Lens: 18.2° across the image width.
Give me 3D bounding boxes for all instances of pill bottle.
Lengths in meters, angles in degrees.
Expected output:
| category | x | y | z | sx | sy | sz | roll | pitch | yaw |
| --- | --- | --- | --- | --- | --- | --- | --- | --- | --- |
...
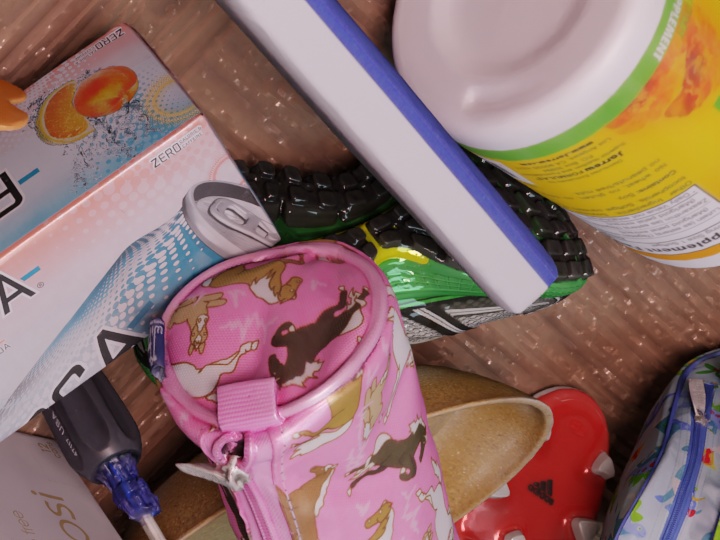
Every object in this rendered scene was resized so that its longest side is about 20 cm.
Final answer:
| category | x | y | z | sx | sy | sz | roll | pitch | yaw |
| --- | --- | --- | --- | --- | --- | --- | --- | --- | --- |
| pill bottle | 0.112 | -0.066 | 0.842 | 0.111 | 0.111 | 0.200 | -51 | 138 | 11 |

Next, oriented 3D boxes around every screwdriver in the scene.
| category | x | y | z | sx | sy | sz | roll | pitch | yaw |
| --- | --- | --- | --- | --- | --- | --- | --- | --- | --- |
| screwdriver | -0.065 | 0.097 | 0.785 | 0.029 | 0.200 | 0.028 | -49 | 151 | 18 |

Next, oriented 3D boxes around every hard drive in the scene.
| category | x | y | z | sx | sy | sz | roll | pitch | yaw |
| --- | --- | --- | --- | --- | --- | --- | --- | --- | --- |
| hard drive | -0.019 | -0.075 | 0.719 | 0.025 | 0.132 | 0.200 | -43 | 139 | 1 |

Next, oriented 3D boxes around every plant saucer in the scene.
| category | x | y | z | sx | sy | sz | roll | pitch | yaw |
| --- | --- | --- | --- | --- | --- | --- | --- | --- | --- |
| plant saucer | -0.020 | 0.089 | 0.893 | 0.200 | 0.035 | 0.200 | -25 | 160 | -9 |

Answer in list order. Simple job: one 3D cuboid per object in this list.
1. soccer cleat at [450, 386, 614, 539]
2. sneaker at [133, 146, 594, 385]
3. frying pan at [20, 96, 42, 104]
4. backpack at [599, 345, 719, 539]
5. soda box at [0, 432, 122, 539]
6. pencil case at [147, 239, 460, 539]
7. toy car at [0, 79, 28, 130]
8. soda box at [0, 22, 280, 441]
| category | x | y | z | sx | sy | sz | roll | pitch | yaw |
| --- | --- | --- | --- | --- | --- | --- | --- | --- | --- |
| soccer cleat | 0.047 | 0.141 | 1.011 | 0.069 | 0.085 | 0.200 | 27 | 83 | -20 |
| sneaker | 0.000 | 0.000 | 0.856 | 0.200 | 0.078 | 0.085 | -5 | 142 | -31 |
| frying pan | -0.138 | 0.016 | 0.784 | 0.115 | 0.031 | 0.190 | -7 | 131 | -30 |
| backpack | 0.166 | 0.123 | 0.990 | 0.153 | 0.200 | 0.163 | 15 | 118 | -11 |
| soda box | -0.106 | 0.137 | 0.784 | 0.068 | 0.200 | 0.064 | 17 | 113 | -44 |
| pencil case | -0.009 | 0.085 | 0.754 | 0.086 | 0.083 | 0.200 | -28 | 134 | -13 |
| toy car | -0.168 | -0.034 | 0.631 | 0.200 | 0.177 | 0.185 | -21 | 124 | -40 |
| soda box | -0.130 | 0.012 | 0.722 | 0.200 | 0.064 | 0.068 | -36 | 137 | -4 |
